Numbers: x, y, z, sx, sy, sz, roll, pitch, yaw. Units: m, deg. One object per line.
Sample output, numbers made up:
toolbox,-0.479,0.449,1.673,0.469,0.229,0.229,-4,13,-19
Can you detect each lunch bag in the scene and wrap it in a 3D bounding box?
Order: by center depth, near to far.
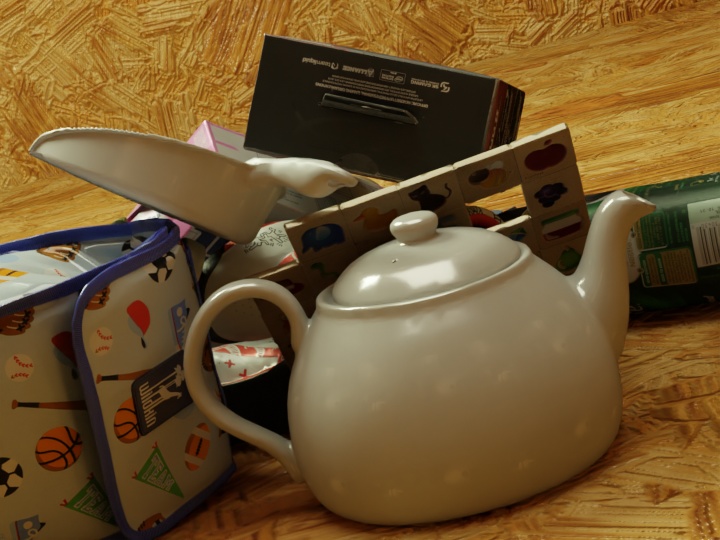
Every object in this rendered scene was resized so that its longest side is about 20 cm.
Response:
lunch bag,-0.177,0.073,0.970,0.200,0.170,0.124,-17,25,-16

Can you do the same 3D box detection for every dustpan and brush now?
dustpan and brush,-0.078,-0.050,0.977,0.200,0.057,0.140,20,-3,46

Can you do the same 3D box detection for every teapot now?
teapot,0.039,0.041,0.940,0.197,0.146,0.200,-3,17,46

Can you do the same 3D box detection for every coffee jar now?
coffee jar,0.182,-0.013,1.165,0.200,0.085,0.104,-9,6,22

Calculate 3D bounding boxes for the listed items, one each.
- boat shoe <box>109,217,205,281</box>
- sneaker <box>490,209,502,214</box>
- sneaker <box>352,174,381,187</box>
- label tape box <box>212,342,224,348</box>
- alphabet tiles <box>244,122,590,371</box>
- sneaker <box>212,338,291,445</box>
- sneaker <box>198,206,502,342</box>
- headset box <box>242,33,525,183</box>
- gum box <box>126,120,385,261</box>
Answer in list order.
boat shoe,-0.170,0.016,1.087,0.060,0.072,0.202,26,-30,-25
sneaker,0.022,0.006,1.288,0.200,0.081,0.146,-7,8,7
sneaker,-0.072,-0.032,1.318,0.200,0.067,0.090,-17,8,8
label tape box,-0.195,0.082,1.240,0.200,0.066,0.143,-17,12,-22
alphabet tiles,0.039,0.000,1.011,0.200,0.167,0.008,-19,53,3
sneaker,-0.094,0.077,1.135,0.201,0.067,0.108,-9,11,9
sneaker,0.000,-0.001,1.078,0.201,0.067,0.108,-16,13,-37
headset box,0.019,-0.097,1.103,0.149,0.077,0.200,12,4,10
gum box,-0.062,-0.018,1.187,0.200,0.066,0.114,19,-54,-39
